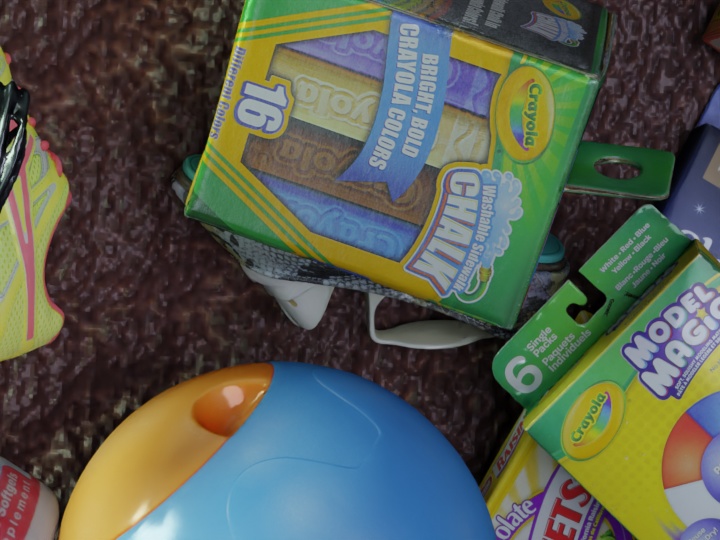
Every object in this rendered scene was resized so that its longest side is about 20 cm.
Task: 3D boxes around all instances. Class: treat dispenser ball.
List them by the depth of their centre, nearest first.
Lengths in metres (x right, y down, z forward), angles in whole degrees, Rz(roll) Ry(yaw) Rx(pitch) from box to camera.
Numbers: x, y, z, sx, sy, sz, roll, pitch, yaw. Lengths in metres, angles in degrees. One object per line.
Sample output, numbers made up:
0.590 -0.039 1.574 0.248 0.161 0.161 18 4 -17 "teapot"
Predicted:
-0.037 0.140 1.130 0.199 0.201 0.203 -1 93 -17 "treat dispenser ball"

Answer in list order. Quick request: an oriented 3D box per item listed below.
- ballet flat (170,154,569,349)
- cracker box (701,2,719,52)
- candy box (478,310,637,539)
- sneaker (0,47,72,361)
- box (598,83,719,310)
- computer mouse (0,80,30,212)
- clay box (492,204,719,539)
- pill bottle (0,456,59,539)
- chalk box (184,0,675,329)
0.000 0.000 1.209 0.199 0.072 0.073 12 89 -16 "ballet flat"
0.287 -0.122 1.290 0.199 0.058 0.135 33 76 -15 "cracker box"
0.102 0.125 1.229 0.102 0.026 0.201 24 107 -14 "candy box"
-0.173 -0.052 1.153 0.090 0.078 0.202 0 89 -40 "sneaker"
0.188 0.015 1.270 0.121 0.032 0.201 29 79 -7 "box"
-0.220 -0.020 1.091 0.053 0.199 0.139 37 70 -50 "computer mouse"
0.164 0.078 1.159 0.200 0.048 0.115 43 100 -5 "clay box"
-0.239 0.092 1.112 0.199 0.109 0.109 34 83 -16 "pill bottle"
0.041 -0.064 1.141 0.199 0.125 0.125 21 111 2 "chalk box"
